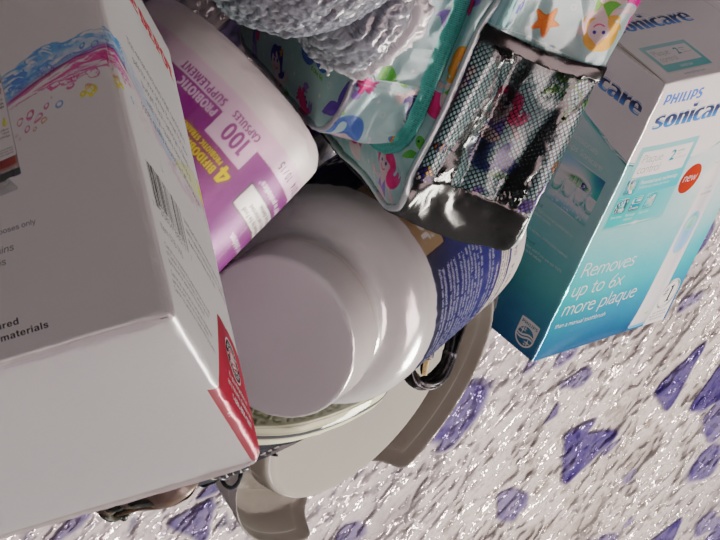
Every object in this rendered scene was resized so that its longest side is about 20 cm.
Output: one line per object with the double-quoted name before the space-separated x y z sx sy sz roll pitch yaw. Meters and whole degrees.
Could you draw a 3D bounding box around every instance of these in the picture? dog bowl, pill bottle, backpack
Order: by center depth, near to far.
"pill bottle" -0.123 -0.018 1.260 0.200 0.112 0.112 -46 153 -9
"backpack" 0.046 -0.135 1.295 0.150 0.178 0.200 23 106 -31
"pill bottle" 0.000 0.000 1.396 0.200 0.111 0.111 -38 156 -60
"dog bowl" -0.014 0.061 1.586 0.200 0.059 0.200 -36 149 -26

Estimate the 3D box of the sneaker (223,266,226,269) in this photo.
"sneaker" -0.128 0.042 1.377 0.200 0.076 0.088 -48 159 -5

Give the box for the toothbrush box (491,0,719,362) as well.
"toothbrush box" 0.153 -0.060 1.659 0.146 0.085 0.201 -14 135 -49

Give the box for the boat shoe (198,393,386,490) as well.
"boat shoe" -0.080 0.076 1.456 0.199 0.075 0.062 -18 155 -12

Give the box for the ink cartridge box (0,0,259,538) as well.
"ink cartridge box" -0.140 -0.020 1.097 0.144 0.201 0.145 -16 152 5

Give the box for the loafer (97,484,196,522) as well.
"loafer" -0.105 0.095 1.308 0.072 0.063 0.200 -48 176 -7

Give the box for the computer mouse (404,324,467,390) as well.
"computer mouse" 0.048 -0.032 1.504 0.058 0.034 0.201 -7 105 -39

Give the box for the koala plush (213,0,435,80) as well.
"koala plush" 0.004 -0.171 1.118 0.200 0.184 0.177 -47 144 15
